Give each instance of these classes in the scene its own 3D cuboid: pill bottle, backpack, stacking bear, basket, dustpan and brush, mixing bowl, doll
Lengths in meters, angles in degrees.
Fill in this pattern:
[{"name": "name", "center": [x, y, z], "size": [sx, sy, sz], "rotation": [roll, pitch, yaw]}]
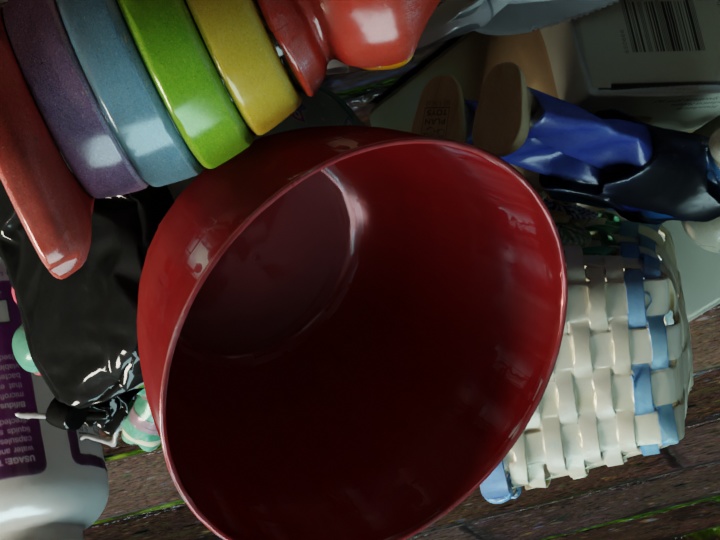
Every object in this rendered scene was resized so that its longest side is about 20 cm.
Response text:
[{"name": "pill bottle", "center": [-0.201, 0.091, 1.612], "size": [0.112, 0.201, 0.112], "rotation": [-11, 166, -3]}, {"name": "backpack", "center": [-0.077, -0.019, 1.394], "size": [0.126, 0.167, 0.200], "rotation": [-22, 171, 37]}, {"name": "stacking bear", "center": [-0.058, -0.097, 1.194], "size": [0.199, 0.114, 0.121], "rotation": [-25, -165, 3]}, {"name": "basket", "center": [0.060, 0.036, 1.418], "size": [0.199, 0.140, 0.176], "rotation": [-11, -170, 8]}, {"name": "dustpan and brush", "center": [0.070, -0.127, 1.272], "size": [0.199, 0.057, 0.140], "rotation": [-10, 166, -7]}, {"name": "mixing bowl", "center": [-0.021, 0.014, 1.265], "size": [0.200, 0.201, 0.108], "rotation": [-3, -153, -32]}, {"name": "doll", "center": [0.114, -0.049, 1.344], "size": [0.200, 0.049, 0.136], "rotation": [16, 164, -41]}]

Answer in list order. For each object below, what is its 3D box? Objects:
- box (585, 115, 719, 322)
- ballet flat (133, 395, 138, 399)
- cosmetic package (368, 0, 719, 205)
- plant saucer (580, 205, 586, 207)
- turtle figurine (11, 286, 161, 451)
[{"name": "box", "center": [0.211, -0.054, 1.464], "size": [0.200, 0.082, 0.068], "rotation": [-32, -166, 37]}, {"name": "ballet flat", "center": [-0.096, 0.026, 1.638], "size": [0.073, 0.073, 0.200], "rotation": [-6, 151, -24]}, {"name": "cosmetic package", "center": [0.097, -0.084, 1.443], "size": [0.105, 0.071, 0.200], "rotation": [-4, 164, -27]}, {"name": "plant saucer", "center": [0.157, -0.041, 1.648], "size": [0.200, 0.050, 0.200], "rotation": [-29, 163, -10]}, {"name": "turtle figurine", "center": [-0.116, 0.021, 1.508], "size": [0.199, 0.150, 0.101], "rotation": [-19, -172, -23]}]
